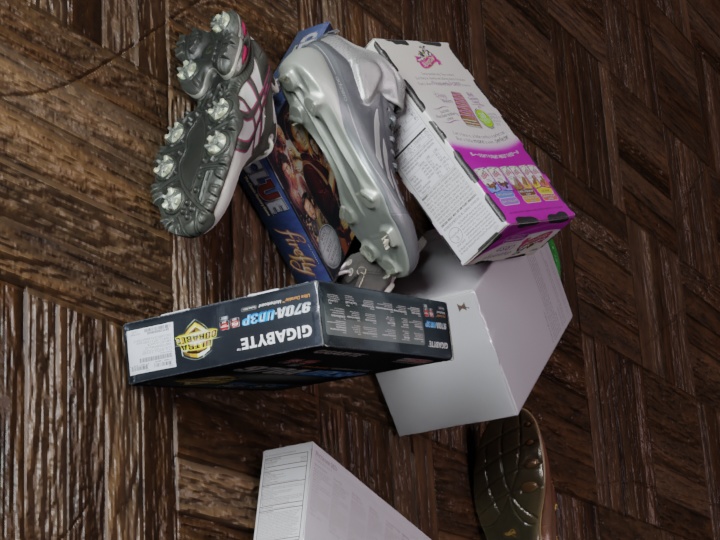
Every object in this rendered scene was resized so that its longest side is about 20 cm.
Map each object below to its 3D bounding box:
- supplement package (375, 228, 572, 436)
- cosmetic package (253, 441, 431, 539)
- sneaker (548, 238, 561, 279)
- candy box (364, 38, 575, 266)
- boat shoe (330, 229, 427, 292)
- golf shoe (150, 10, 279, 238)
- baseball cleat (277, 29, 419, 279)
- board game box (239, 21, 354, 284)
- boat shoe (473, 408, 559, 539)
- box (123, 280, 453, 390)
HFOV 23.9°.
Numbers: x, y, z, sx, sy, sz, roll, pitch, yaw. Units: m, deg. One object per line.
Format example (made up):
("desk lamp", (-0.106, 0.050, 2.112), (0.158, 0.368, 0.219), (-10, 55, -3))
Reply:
("supplement package", (0.096, 0.042, 1.518), (0.200, 0.119, 0.122), (-48, 121, -59))
("cosmetic package", (-0.010, 0.214, 1.315), (0.200, 0.050, 0.083), (46, 42, -46))
("sneaker", (0.119, -0.046, 1.625), (0.201, 0.078, 0.085), (58, 22, 8))
("candy box", (0.080, -0.103, 1.451), (0.201, 0.061, 0.136), (56, 28, 15))
("boat shoe", (0.000, 0.000, 1.428), (0.057, 0.067, 0.200), (45, 28, -4))
("golf shoe", (-0.096, -0.099, 1.254), (0.088, 0.077, 0.201), (42, 42, -38))
("baseball cleat", (0.014, -0.098, 1.365), (0.106, 0.070, 0.201), (-35, 105, -32))
("board game box", (-0.038, -0.100, 1.420), (0.136, 0.034, 0.201), (61, 31, -28))
("boat shoe", (0.152, 0.230, 1.603), (0.067, 0.071, 0.202), (4, 81, -67))
("box", (-0.047, 0.050, 1.200), (0.200, 0.158, 0.046), (11, 70, -61))
